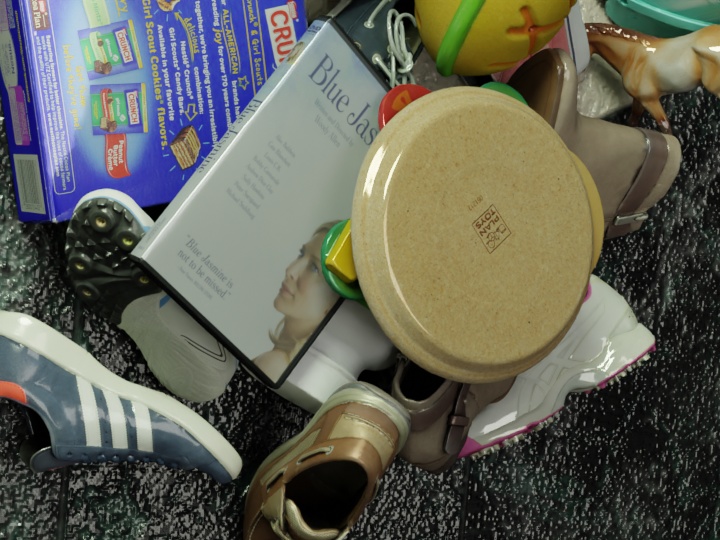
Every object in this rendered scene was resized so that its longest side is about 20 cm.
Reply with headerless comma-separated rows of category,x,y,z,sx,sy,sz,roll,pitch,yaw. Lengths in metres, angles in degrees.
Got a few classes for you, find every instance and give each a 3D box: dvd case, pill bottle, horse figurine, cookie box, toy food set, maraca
dvd case,-0.040,-0.042,1.019,0.200,0.018,0.143,-53,125,-13
pill bottle,0.000,0.000,1.122,0.111,0.111,0.201,37,76,-27
horse figurine,0.259,-0.142,1.233,0.050,0.199,0.133,-42,121,-44
cookie box,-0.134,-0.129,1.056,0.199,0.075,0.172,-11,99,-29
toy food set,0.073,-0.027,1.042,0.198,0.049,0.201,41,68,-23
maraca,0.105,-0.217,1.056,0.107,0.137,0.201,31,103,2

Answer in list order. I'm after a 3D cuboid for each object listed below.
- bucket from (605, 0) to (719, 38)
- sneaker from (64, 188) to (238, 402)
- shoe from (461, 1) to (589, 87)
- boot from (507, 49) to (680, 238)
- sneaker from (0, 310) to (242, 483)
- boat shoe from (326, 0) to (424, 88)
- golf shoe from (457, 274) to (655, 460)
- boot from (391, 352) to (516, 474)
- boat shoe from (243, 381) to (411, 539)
bucket,0.290,-0.278,1.257,0.206,0.135,0.209,-2,95,-30
sneaker,-0.134,0.009,1.046,0.200,0.071,0.073,64,30,-48
shoe,0.107,-0.199,1.168,0.091,0.071,0.201,-40,136,-17
boot,0.171,-0.089,1.183,0.145,0.200,0.071,-2,56,-19
sneaker,-0.175,0.108,1.054,0.199,0.075,0.085,32,76,-18
boat shoe,0.013,-0.151,1.101,0.200,0.061,0.075,-61,146,-46
golf shoe,0.134,0.075,1.240,0.199,0.075,0.092,-30,87,-24
boot,0.072,0.051,1.137,0.146,0.070,0.201,77,29,-59
boat shoe,-0.036,0.156,1.079,0.075,0.200,0.072,28,42,-3
